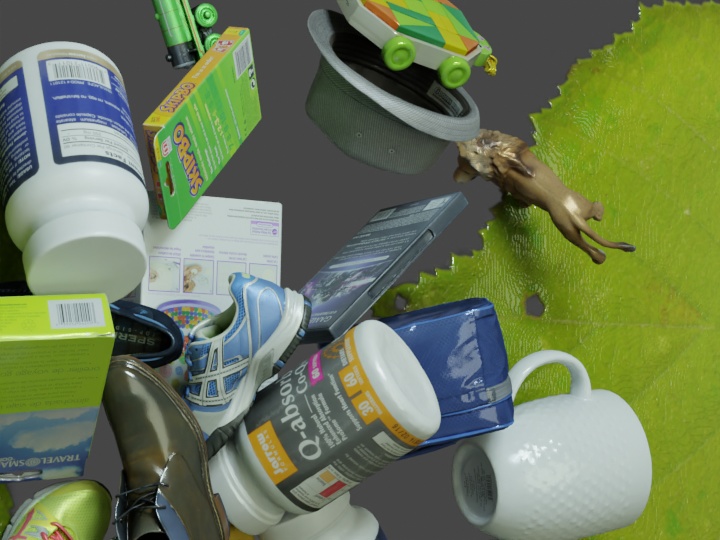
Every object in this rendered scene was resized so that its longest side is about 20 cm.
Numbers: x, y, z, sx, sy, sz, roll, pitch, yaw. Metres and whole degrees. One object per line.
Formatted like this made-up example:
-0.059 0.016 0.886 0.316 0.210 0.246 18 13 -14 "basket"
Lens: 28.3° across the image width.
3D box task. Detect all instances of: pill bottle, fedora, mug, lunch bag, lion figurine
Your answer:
-0.236 -0.077 1.161 0.115 0.116 0.202 9 48 -33 "pill bottle"
-0.017 0.296 1.345 0.115 0.115 0.202 -37 107 -30 "pill bottle"
-0.037 0.141 1.251 0.199 0.117 0.117 -35 112 15 "pill bottle"
0.016 -0.161 1.395 0.198 0.178 0.091 25 116 -13 "fedora"
0.188 0.181 1.467 0.173 0.147 0.203 -6 103 -29 "mug"
0.046 0.112 1.363 0.197 0.136 0.134 -13 93 3 "lunch bag"
0.192 -0.082 1.493 0.073 0.199 0.122 -59 150 1 "lion figurine"

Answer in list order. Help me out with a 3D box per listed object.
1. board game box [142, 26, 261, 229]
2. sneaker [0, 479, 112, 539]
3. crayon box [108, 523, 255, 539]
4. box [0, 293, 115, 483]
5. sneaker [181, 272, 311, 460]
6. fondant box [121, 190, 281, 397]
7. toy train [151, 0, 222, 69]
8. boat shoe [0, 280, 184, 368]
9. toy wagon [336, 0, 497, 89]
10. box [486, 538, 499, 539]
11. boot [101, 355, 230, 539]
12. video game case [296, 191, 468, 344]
-0.141 -0.129 1.273 0.201 0.030 0.097 -63 154 -50 "board game box"
-0.274 0.254 1.187 0.200 0.090 0.079 -46 110 -29 "sneaker"
-0.140 0.312 1.299 0.126 0.051 0.202 -27 101 -32 "crayon box"
-0.271 0.099 1.152 0.120 0.201 0.048 -2 51 -21 "box"
-0.125 0.088 1.226 0.077 0.076 0.201 32 100 -17 "sneaker"
-0.147 0.034 1.308 0.143 0.058 0.203 4 84 -33 "fondant box"
-0.178 -0.279 1.320 0.056 0.042 0.203 -20 98 -23 "toy train"
-0.246 0.041 1.200 0.197 0.069 0.085 1 87 -10 "boat shoe"
0.063 -0.245 1.425 0.198 0.040 0.156 13 37 -33 "toy wagon"
0.156 0.384 1.479 0.094 0.077 0.203 -1 88 -33 "box"
-0.167 0.172 1.167 0.097 0.074 0.202 -70 138 -69 "boot"
0.000 0.000 1.359 0.200 0.142 0.019 -47 109 -27 "video game case"
